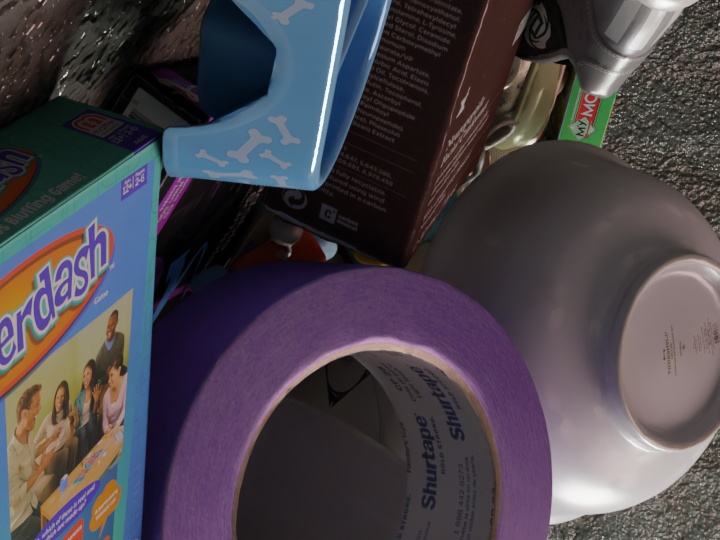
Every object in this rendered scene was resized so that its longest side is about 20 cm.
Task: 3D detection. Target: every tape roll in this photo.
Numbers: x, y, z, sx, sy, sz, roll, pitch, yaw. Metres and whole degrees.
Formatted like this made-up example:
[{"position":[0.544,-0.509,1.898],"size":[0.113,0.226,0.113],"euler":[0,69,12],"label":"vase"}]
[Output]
[{"position":[-0.013,0.096,0.668],"size":[0.066,0.200,0.200],"euler":[2,-134,53],"label":"tape roll"}]

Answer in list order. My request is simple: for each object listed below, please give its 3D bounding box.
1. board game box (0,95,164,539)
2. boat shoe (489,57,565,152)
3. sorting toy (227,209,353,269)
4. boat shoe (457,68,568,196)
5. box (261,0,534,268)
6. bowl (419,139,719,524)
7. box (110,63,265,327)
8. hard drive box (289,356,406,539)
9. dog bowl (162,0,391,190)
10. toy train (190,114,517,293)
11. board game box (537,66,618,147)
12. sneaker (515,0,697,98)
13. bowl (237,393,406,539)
[{"position":[-0.122,0.065,0.498],"size":[0.152,0.045,0.200],"euler":[-44,148,-54],"label":"board game box"},{"position":[0.079,-0.158,0.804],"size":[0.073,0.063,0.200],"euler":[-137,-125,-62],"label":"boat shoe"},{"position":[-0.041,0.002,0.948],"size":[0.200,0.070,0.199],"euler":[-51,174,-23],"label":"sorting toy"},{"position":[0.078,-0.118,0.903],"size":[0.076,0.072,0.200],"euler":[-101,-167,-57],"label":"boat shoe"},{"position":[0.029,-0.111,0.648],"size":[0.100,0.075,0.200],"euler":[-53,163,-49],"label":"box"},{"position":[0.127,0.036,0.788],"size":[0.090,0.201,0.201],"euler":[8,-127,52],"label":"bowl"},{"position":[-0.080,-0.024,0.670],"size":[0.143,0.036,0.200],"euler":[-55,175,18],"label":"box"},{"position":[0.014,0.109,0.916],"size":[0.200,0.077,0.156],"euler":[-56,-148,19],"label":"hard drive box"},{"position":[-0.016,-0.098,0.479],"size":[0.200,0.050,0.112],"euler":[103,7,-59],"label":"dog bowl"},{"position":[0.000,0.000,0.780],"size":[0.200,0.056,0.150],"euler":[-28,170,-33],"label":"toy train"},{"position":[0.127,-0.154,0.970],"size":[0.200,0.029,0.135],"euler":[-93,-168,-54],"label":"board game box"},{"position":[0.090,-0.157,0.719],"size":[0.116,0.075,0.200],"euler":[117,-26,-42],"label":"sneaker"},{"position":[-0.073,0.152,0.797],"size":[0.200,0.200,0.075],"euler":[-31,126,-31],"label":"bowl"}]
